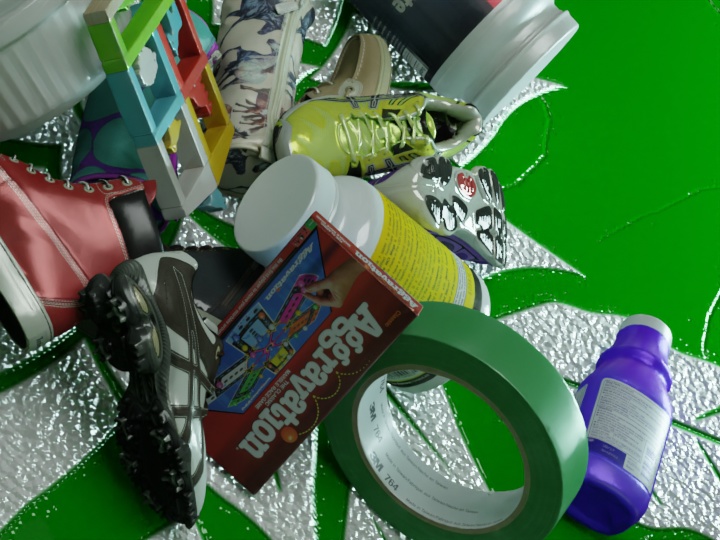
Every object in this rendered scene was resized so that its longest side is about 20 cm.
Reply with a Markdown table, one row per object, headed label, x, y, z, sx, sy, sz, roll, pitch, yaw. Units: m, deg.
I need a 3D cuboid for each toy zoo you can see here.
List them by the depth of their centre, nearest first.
| label | x | y | z | sx | sy | sz | roll | pitch | yaw |
| --- | --- | --- | --- | --- | --- | --- | --- | --- | --- |
| toy zoo | -0.141 | -0.130 | 1.529 | 0.132 | 0.020 | 0.201 | -68 | 144 | -54 |

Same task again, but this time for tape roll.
| label | x | y | z | sx | sy | sz | roll | pitch | yaw |
| --- | --- | --- | --- | --- | --- | --- | --- | --- | --- |
| tape roll | 0.068 | 0.119 | 1.522 | 0.200 | 0.201 | 0.048 | 44 | 45 | 1 |

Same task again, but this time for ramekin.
| label | x | y | z | sx | sy | sz | roll | pitch | yaw |
| --- | --- | --- | --- | --- | --- | --- | --- | --- | --- |
| ramekin | -0.259 | -0.177 | 1.527 | 0.095 | 0.201 | 0.203 | 60 | 37 | -31 |

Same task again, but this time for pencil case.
| label | x | y | z | sx | sy | sz | roll | pitch | yaw |
| --- | --- | --- | --- | --- | --- | --- | --- | --- | --- |
| pencil case | -0.167 | -0.120 | 1.615 | 0.091 | 0.085 | 0.201 | 5 | 51 | 7 |
| pencil case | -0.084 | -0.148 | 1.689 | 0.077 | 0.089 | 0.201 | 23 | 50 | -21 |

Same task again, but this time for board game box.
| label | x | y | z | sx | sy | sz | roll | pitch | yaw |
| --- | --- | --- | --- | --- | --- | --- | --- | --- | --- |
| board game box | -0.054 | 0.062 | 1.486 | 0.103 | 0.200 | 0.019 | 40 | 26 | -2 |

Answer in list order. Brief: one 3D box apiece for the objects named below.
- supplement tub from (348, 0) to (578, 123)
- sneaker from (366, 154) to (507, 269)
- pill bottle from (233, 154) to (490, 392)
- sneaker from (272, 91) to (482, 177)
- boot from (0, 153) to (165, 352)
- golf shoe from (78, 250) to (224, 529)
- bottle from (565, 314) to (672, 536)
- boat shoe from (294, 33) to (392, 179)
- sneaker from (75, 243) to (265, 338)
| label | x | y | z | sx | sy | sz | roll | pitch | yaw |
| --- | --- | --- | --- | --- | --- | --- | --- | --- | --- |
| supplement tub | 0.081 | -0.243 | 1.829 | 0.200 | 0.140 | 0.140 | 45 | 46 | 3 |
| sneaker | 0.061 | -0.049 | 1.702 | 0.200 | 0.083 | 0.082 | 24 | 61 | -57 |
| pill bottle | 0.000 | 0.000 | 1.582 | 0.200 | 0.112 | 0.113 | 39 | 41 | -36 |
| sneaker | 0.013 | -0.113 | 1.649 | 0.199 | 0.076 | 0.076 | -16 | 89 | -43 |
| boot | -0.227 | -0.061 | 1.460 | 0.144 | 0.072 | 0.201 | -32 | 85 | -22 |
| golf shoe | -0.126 | 0.082 | 1.446 | 0.094 | 0.077 | 0.202 | -30 | 121 | -39 |
| bottle | 0.215 | 0.121 | 1.712 | 0.083 | 0.065 | 0.201 | 33 | 47 | -10 |
| boat shoe | -0.024 | -0.127 | 1.728 | 0.065 | 0.072 | 0.201 | 26 | 54 | -17 |
| sneaker | -0.154 | 0.007 | 1.556 | 0.199 | 0.075 | 0.107 | 32 | 36 | -13 |
